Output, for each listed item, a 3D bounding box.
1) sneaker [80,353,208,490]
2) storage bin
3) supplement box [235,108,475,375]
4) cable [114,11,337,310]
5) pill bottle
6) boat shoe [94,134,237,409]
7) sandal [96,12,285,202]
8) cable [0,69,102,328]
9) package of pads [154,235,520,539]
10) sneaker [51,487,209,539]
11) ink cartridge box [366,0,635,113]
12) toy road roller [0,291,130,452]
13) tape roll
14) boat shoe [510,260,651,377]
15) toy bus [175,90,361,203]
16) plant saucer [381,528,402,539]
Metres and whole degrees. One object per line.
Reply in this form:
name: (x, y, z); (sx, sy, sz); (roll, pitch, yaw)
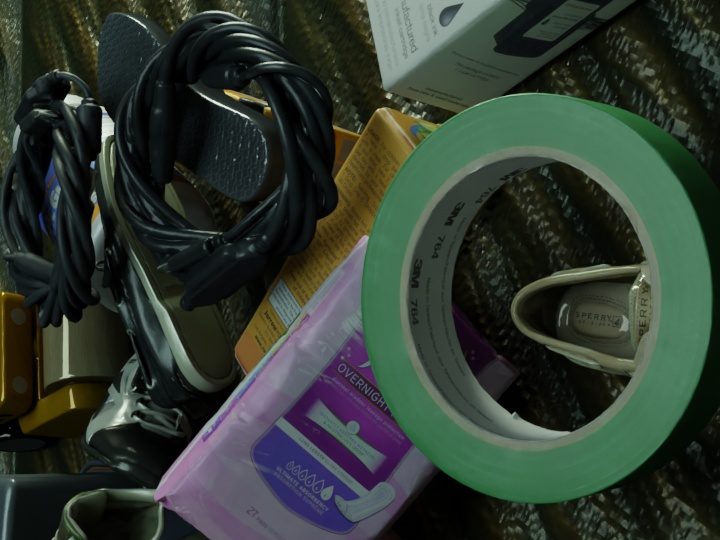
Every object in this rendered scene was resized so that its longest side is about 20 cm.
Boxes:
sneaker: (-0.149, 0.094, 1.085); (0.089, 0.074, 0.200); (-59, 15, 6)
storage bin: (-0.226, 0.239, 1.137); (0.145, 0.133, 0.203); (-7, 77, 48)
supplement box: (0.000, 0.000, 0.967); (0.201, 0.066, 0.069); (-60, 44, 22)
cable: (-0.085, -0.078, 0.950); (0.200, 0.050, 0.165); (-38, 67, 44)
pill bottle: (-0.202, -0.060, 1.193); (0.200, 0.111, 0.113); (43, 113, 45)
boat shoe: (-0.151, 0.004, 1.053); (0.066, 0.074, 0.201); (-35, 75, 30)
sandal: (-0.117, -0.109, 1.041); (0.200, 0.043, 0.077); (42, 120, 30)
cable: (-0.214, -0.041, 1.070); (0.200, 0.050, 0.165); (-34, 65, 60)
package of pads: (-0.013, 0.092, 0.881); (0.200, 0.120, 0.076); (-49, 8, 0)
sneaker: (-0.177, 0.180, 1.006); (0.198, 0.090, 0.068); (-14, 41, 24)
ink cartridge box: (0.093, -0.208, 0.902); (0.199, 0.084, 0.146); (-33, 59, 41)
toy road roller: (-0.291, 0.072, 1.240); (0.199, 0.145, 0.124); (-25, 63, 43)
tape roll: (0.093, 0.014, 0.765); (0.198, 0.048, 0.203); (0, 90, 35)
boat shoe: (0.164, 0.028, 0.781); (0.199, 0.064, 0.073); (3, 84, 50)
toy bus: (-0.082, -0.092, 1.086); (0.199, 0.078, 0.066); (25, 101, 49)
plant saucer: (-0.013, 0.247, 0.949); (0.199, 0.050, 0.203); (-13, 73, 47)
